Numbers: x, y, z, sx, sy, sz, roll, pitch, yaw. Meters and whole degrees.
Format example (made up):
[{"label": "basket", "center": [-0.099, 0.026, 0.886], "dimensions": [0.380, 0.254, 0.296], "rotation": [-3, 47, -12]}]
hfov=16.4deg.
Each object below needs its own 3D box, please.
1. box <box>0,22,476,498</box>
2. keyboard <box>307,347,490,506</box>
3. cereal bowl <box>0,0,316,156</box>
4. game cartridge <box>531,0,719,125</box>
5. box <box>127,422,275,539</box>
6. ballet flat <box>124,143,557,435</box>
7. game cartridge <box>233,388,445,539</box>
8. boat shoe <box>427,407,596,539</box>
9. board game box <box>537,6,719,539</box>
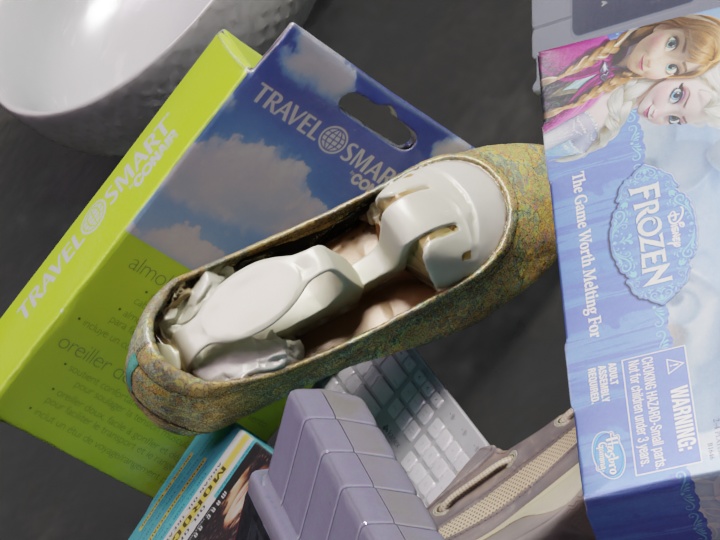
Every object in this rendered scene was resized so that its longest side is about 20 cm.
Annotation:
[{"label": "box", "center": [-0.054, -0.003, 1.022], "dimensions": [0.200, 0.122, 0.048], "rotation": [-51, 34, 11]}, {"label": "keyboard", "center": [-0.003, 0.043, 1.039], "dimensions": [0.056, 0.011, 0.200], "rotation": [-48, 36, 7]}, {"label": "cereal bowl", "center": [-0.086, -0.137, 1.217], "dimensions": [0.200, 0.083, 0.200], "rotation": [-28, 43, 30]}, {"label": "game cartridge", "center": [0.125, -0.162, 0.995], "dimensions": [0.133, 0.041, 0.200], "rotation": [-11, 73, 43]}, {"label": "box", "center": [-0.045, 0.107, 0.931], "dimensions": [0.082, 0.049, 0.200], "rotation": [-56, 10, -4]}, {"label": "ballet flat", "center": [0.000, 0.000, 0.966], "dimensions": [0.200, 0.071, 0.071], "rotation": [-27, 36, -8]}, {"label": "game cartridge", "center": [-0.020, 0.151, 0.764], "dimensions": [0.130, 0.038, 0.200], "rotation": [-129, 49, -57]}, {"label": "boat shoe", "center": [0.058, 0.102, 0.884], "dimensions": [0.200, 0.075, 0.073], "rotation": [-33, 23, 23]}, {"label": "board game box", "center": [0.163, -0.014, 0.816], "dimensions": [0.199, 0.043, 0.200], "rotation": [-13, 48, 11]}]
